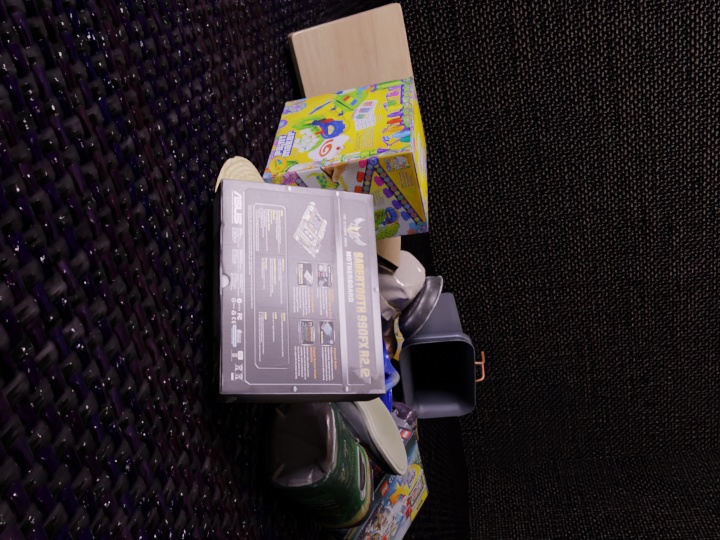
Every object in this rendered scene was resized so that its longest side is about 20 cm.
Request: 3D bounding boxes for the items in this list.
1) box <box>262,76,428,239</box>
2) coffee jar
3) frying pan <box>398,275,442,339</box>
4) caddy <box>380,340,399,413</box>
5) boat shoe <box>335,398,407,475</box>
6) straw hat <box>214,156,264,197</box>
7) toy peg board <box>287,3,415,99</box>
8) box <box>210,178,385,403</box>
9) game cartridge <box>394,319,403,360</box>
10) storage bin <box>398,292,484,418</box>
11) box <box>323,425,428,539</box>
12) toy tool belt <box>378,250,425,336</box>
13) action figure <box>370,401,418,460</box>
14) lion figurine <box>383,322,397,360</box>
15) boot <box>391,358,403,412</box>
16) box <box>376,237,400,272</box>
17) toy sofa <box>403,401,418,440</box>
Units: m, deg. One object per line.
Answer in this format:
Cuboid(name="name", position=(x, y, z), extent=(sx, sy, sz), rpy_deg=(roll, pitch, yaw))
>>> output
Cuboid(name="box", position=(-0.011, -0.146, 0.917), extent=(0.202, 0.189, 0.123), rpy_deg=(-84, 162, -49))
Cuboid(name="coffee jar", position=(-0.042, 0.229, 0.787), extent=(0.201, 0.084, 0.106), rpy_deg=(67, 18, -53))
Cuboid(name="frying pan", position=(0.102, 0.031, 1.114), extent=(0.115, 0.031, 0.191), rpy_deg=(-51, -166, 41))
Cuboid(name="caddy", position=(0.008, 0.169, 1.027), extent=(0.200, 0.103, 0.144), rpy_deg=(-30, 111, -78))
Cuboid(name="boat shoe", position=(-0.011, 0.191, 0.893), extent=(0.201, 0.065, 0.075), rpy_deg=(56, 22, -13))
Cuboid(name="straw hat", position=(-0.082, -0.038, 0.752), extent=(0.201, 0.083, 0.205), rpy_deg=(-8, 90, -79))
Cuboid(name="toy peg board", position=(-0.022, -0.302, 1.102), extent=(0.097, 0.197, 0.203), rpy_deg=(27, -44, 56))
Cuboid(name="box", position=(-0.060, 0.020, 0.646), extent=(0.048, 0.156, 0.204), rpy_deg=(143, -53, -61))
Cuboid(name="game cartridge", position=(0.056, 0.091, 1.329), extent=(0.199, 0.032, 0.180), rpy_deg=(-16, 99, -53))
Cuboid(name="storage bin", position=(0.141, 0.140, 1.191), extent=(0.136, 0.143, 0.202), rpy_deg=(-89, 172, -47))
Cuboid(name="box", position=(0.029, 0.345, 0.983), extent=(0.200, 0.037, 0.138), rpy_deg=(-46, 133, -42))
Cuboid(name="toy tool belt", position=(0.000, 0.000, 1.085), extent=(0.200, 0.123, 0.124), rpy_deg=(46, 36, 15))
Cuboid(name="action figure", position=(0.028, 0.309, 1.069), extent=(0.201, 0.068, 0.131), rpy_deg=(-55, 141, -36))
Cuboid(name="lion figurine", position=(0.033, 0.095, 1.167), extent=(0.073, 0.120, 0.204), rpy_deg=(58, 27, -65))
Cuboid(name="boot", position=(0.032, 0.237, 1.202), extent=(0.097, 0.074, 0.202), rpy_deg=(45, 41, -33))
Cuboid(name="box", position=(-0.007, -0.097, 1.065), extent=(0.021, 0.162, 0.201), rpy_deg=(-54, -163, 33))
Cuboid(name="toy sofa", position=(0.070, 0.238, 1.372), extent=(0.202, 0.081, 0.099), rpy_deg=(-85, 164, -48))
